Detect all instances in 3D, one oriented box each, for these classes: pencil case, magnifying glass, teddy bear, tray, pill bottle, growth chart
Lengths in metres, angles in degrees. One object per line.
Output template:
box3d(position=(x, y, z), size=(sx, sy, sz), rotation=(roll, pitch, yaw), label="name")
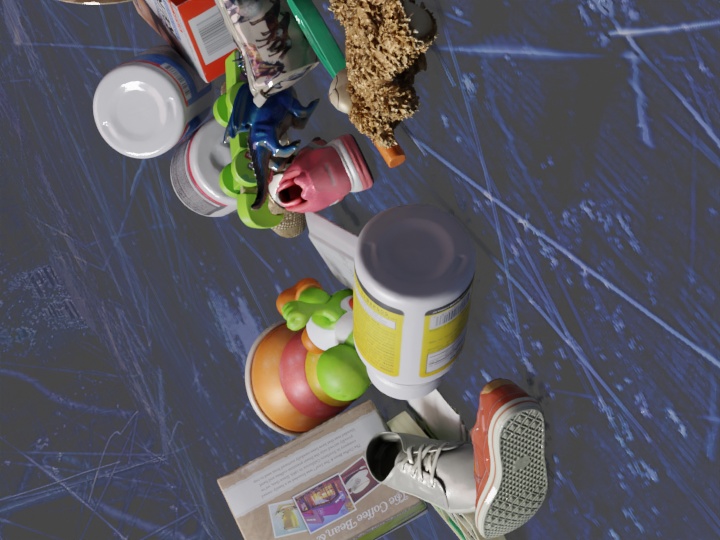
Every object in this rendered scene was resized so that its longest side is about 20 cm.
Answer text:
box3d(position=(-0.111, -0.268, 1.442), size=(0.201, 0.089, 0.078), rotation=(65, 162, -5), label="pencil case")
box3d(position=(-0.015, -0.184, 1.371), size=(0.201, 0.022, 0.080), rotation=(61, 178, 15), label="magnifying glass")
box3d(position=(0.012, -0.186, 1.241), size=(0.146, 0.066, 0.200), rotation=(65, 162, 4), label="teddy bear")
box3d(position=(0.000, 0.000, 1.561), size=(0.108, 0.022, 0.200), rotation=(58, 167, -28), label="tray")
box3d(position=(-0.236, -0.208, 1.737), size=(0.200, 0.112, 0.113), rotation=(-62, -49, -71), label="pill bottle")
box3d(position=(-0.170, -0.124, 1.772), size=(0.111, 0.110, 0.200), rotation=(65, 162, -4), label="pill bottle")
box3d(position=(0.047, 0.038, 1.373), size=(0.112, 0.111, 0.201), rotation=(54, 159, 29), label="pill bottle")
box3d(position=(0.081, 0.157, 1.596), size=(0.200, 0.018, 0.145), rotation=(52, 159, 34), label="growth chart")

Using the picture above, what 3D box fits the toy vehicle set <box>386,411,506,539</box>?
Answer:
box3d(position=(0.103, 0.252, 1.595), size=(0.200, 0.026, 0.125), rotation=(46, 166, 52), label="toy vehicle set")

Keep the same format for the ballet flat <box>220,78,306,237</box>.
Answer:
box3d(position=(-0.100, -0.128, 1.649), size=(0.065, 0.070, 0.201), rotation=(2, 121, 54), label="ballet flat")

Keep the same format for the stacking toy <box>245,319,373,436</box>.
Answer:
box3d(position=(-0.036, 0.121, 1.742), size=(0.200, 0.146, 0.147), rotation=(-15, 101, 57), label="stacking toy")

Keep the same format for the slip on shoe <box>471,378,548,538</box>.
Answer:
box3d(position=(0.137, 0.181, 1.387), size=(0.061, 0.074, 0.201), rotation=(-122, 22, -44), label="slip on shoe")

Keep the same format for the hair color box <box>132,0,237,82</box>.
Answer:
box3d(position=(-0.213, -0.315, 1.693), size=(0.200, 0.064, 0.111), rotation=(48, 164, 45), label="hair color box")

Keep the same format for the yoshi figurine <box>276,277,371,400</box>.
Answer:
box3d(position=(-0.032, 0.082, 1.602), size=(0.200, 0.112, 0.113), rotation=(-153, 66, -62), label="yoshi figurine")

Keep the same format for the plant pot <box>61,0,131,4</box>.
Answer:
box3d(position=(-0.281, -0.423, 1.574), size=(0.200, 0.199, 0.199), rotation=(45, 147, 45), label="plant pot")

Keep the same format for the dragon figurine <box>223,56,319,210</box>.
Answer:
box3d(position=(-0.108, -0.155, 1.504), size=(0.099, 0.201, 0.059), rotation=(26, 159, -8), label="dragon figurine")

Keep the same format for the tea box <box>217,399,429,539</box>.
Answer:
box3d(position=(-0.038, 0.263, 1.704), size=(0.134, 0.199, 0.197), rotation=(62, 178, 13), label="tea box")

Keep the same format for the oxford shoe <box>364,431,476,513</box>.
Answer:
box3d(position=(0.075, 0.205, 1.509), size=(0.058, 0.076, 0.199), rotation=(32, 162, -37), label="oxford shoe")

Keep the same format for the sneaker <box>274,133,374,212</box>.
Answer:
box3d(position=(-0.058, -0.096, 1.530), size=(0.074, 0.086, 0.200), rotation=(65, 163, -3), label="sneaker")

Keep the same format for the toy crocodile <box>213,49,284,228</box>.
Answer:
box3d(position=(-0.119, -0.143, 1.569), size=(0.067, 0.061, 0.202), rotation=(149, 118, -66), label="toy crocodile")
